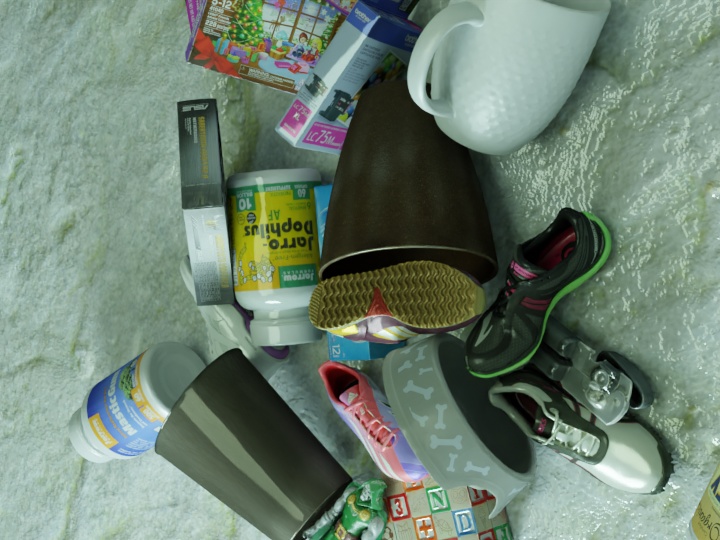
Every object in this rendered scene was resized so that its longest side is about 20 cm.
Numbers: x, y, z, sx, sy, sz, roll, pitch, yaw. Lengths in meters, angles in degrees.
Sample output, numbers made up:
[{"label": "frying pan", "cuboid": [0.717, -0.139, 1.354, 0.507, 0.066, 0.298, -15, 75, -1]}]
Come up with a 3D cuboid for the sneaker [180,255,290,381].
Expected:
[{"label": "sneaker", "cuboid": [-0.173, 0.065, 1.672, 0.200, 0.075, 0.100, 52, 125, 25]}]

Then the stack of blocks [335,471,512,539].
[{"label": "stack of blocks", "cuboid": [0.063, 0.272, 1.501, 0.200, 0.059, 0.115, -21, 80, 40]}]

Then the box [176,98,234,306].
[{"label": "box", "cuboid": [-0.181, -0.077, 1.580, 0.200, 0.048, 0.159, 92, 171, -55]}]

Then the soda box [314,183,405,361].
[{"label": "soda box", "cuboid": [0.000, 0.000, 1.525, 0.064, 0.068, 0.200, -5, 90, 40]}]

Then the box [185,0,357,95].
[{"label": "box", "cuboid": [-0.080, -0.270, 1.495, 0.039, 0.200, 0.137, -113, 40, -62]}]

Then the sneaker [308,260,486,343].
[{"label": "sneaker", "cuboid": [0.049, 0.036, 1.384, 0.200, 0.090, 0.075, -2, 75, 32]}]

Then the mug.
[{"label": "mug", "cuboid": [0.126, -0.208, 1.317, 0.148, 0.200, 0.175, 44, 127, 34]}]

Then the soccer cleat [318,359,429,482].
[{"label": "soccer cleat", "cuboid": [0.016, 0.165, 1.483, 0.067, 0.076, 0.200, -47, 36, 1]}]

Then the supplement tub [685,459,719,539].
[{"label": "supplement tub", "cuboid": [0.374, 0.216, 1.180, 0.144, 0.144, 0.200, 33, 114, 33]}]

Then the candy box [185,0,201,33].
[{"label": "candy box", "cuboid": [-0.122, -0.334, 1.604, 0.200, 0.061, 0.137, -15, 84, 39]}]

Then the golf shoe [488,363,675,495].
[{"label": "golf shoe", "cuboid": [0.215, 0.167, 1.348, 0.200, 0.088, 0.077, 31, 111, 33]}]

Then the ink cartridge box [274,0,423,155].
[{"label": "ink cartridge box", "cuboid": [0.000, -0.217, 1.457, 0.042, 0.119, 0.200, 39, 107, 23]}]

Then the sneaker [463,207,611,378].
[{"label": "sneaker", "cuboid": [0.163, 0.017, 1.340, 0.200, 0.084, 0.077, -53, 45, -1]}]

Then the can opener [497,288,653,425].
[{"label": "can opener", "cuboid": [0.214, 0.085, 1.371, 0.200, 0.067, 0.053, 43, 119, 44]}]

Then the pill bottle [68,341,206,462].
[{"label": "pill bottle", "cuboid": [-0.294, 0.180, 1.760, 0.200, 0.112, 0.112, -33, 73, 36]}]

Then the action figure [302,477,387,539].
[{"label": "action figure", "cuboid": [-0.023, 0.309, 1.508, 0.118, 0.055, 0.200, 42, 116, 33]}]

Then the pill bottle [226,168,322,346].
[{"label": "pill bottle", "cuboid": [-0.094, -0.015, 1.575, 0.113, 0.113, 0.200, -4, 91, 40]}]

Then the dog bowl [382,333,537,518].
[{"label": "dog bowl", "cuboid": [0.107, 0.151, 1.374, 0.059, 0.200, 0.200, -35, 71, 20]}]

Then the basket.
[{"label": "basket", "cuboid": [-0.119, 0.219, 1.568, 0.200, 0.136, 0.180, 42, 131, 13]}]

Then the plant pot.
[{"label": "plant pot", "cuboid": [0.048, -0.091, 1.425, 0.187, 0.187, 0.200, -16, 67, 40]}]
